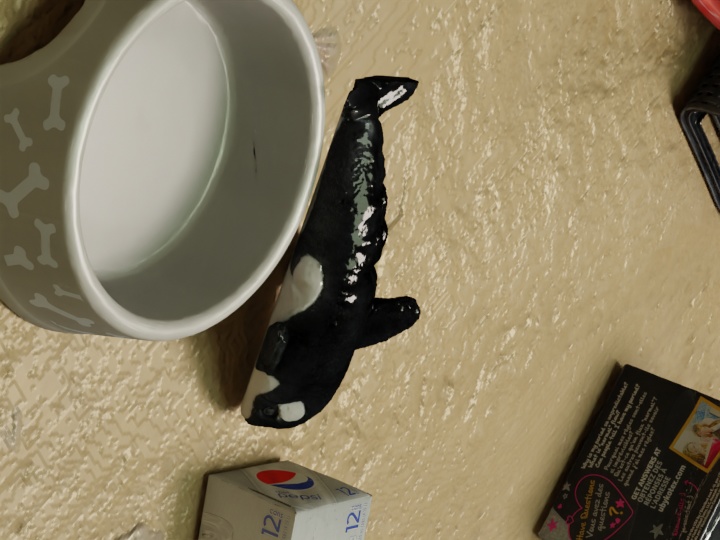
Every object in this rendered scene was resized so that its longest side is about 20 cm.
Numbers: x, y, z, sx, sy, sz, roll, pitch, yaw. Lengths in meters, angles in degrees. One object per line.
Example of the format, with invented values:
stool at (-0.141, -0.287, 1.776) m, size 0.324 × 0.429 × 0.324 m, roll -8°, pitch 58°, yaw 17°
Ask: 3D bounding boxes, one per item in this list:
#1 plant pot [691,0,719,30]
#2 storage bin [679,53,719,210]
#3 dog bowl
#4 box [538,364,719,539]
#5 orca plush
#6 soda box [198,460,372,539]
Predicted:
plant pot at (0.302, -0.236, 1.496) m, size 0.183 × 0.200 × 0.201 m, roll -51°, pitch 140°, yaw -28°
storage bin at (0.317, -0.075, 1.584) m, size 0.094 × 0.199 × 0.135 m, roll -55°, pitch 141°, yaw -20°
dog bowl at (-0.093, -0.059, 1.181) m, size 0.200 × 0.058 × 0.201 m, roll -25°, pitch 124°, yaw -44°
box at (0.222, 0.171, 1.650) m, size 0.133 × 0.114 × 0.200 m, roll -61°, pitch 142°, yaw -11°
orca plush at (0.000, 0.000, 1.279) m, size 0.105 × 0.071 × 0.201 m, roll -80°, pitch -171°, yaw -77°
soda box at (-0.054, 0.207, 1.348) m, size 0.068 × 0.063 × 0.201 m, roll -7°, pitch 112°, yaw -52°
